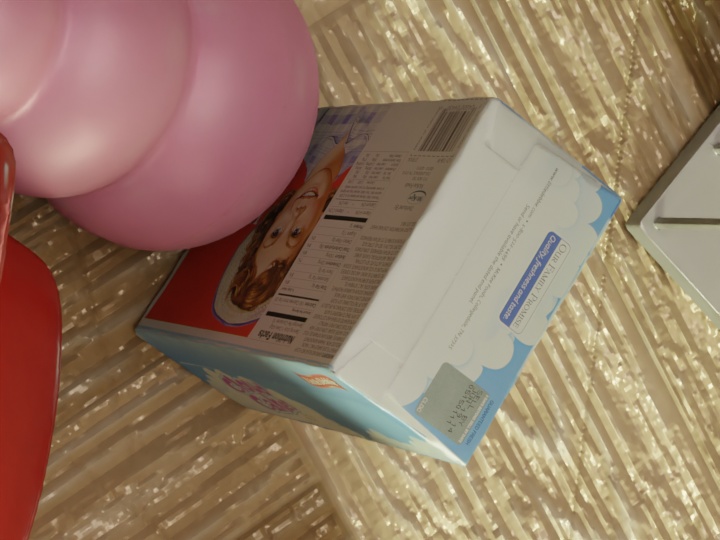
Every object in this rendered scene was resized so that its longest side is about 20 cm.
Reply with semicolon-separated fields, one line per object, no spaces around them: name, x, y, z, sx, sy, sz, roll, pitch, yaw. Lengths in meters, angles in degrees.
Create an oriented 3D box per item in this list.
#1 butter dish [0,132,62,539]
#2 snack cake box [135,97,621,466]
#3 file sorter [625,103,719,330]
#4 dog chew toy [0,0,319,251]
butter dish;-0.179;0.053;0.832;0.148;0.199;0.201;24;73;-55
snack cake box;0.000;0.000;0.879;0.067;0.200;0.115;35;78;-22
file sorter;0.250;-0.046;1.033;0.139;0.124;0.200;45;75;-19
dog chew toy;-0.105;-0.077;0.844;0.200;0.124;0.125;15;86;-54
